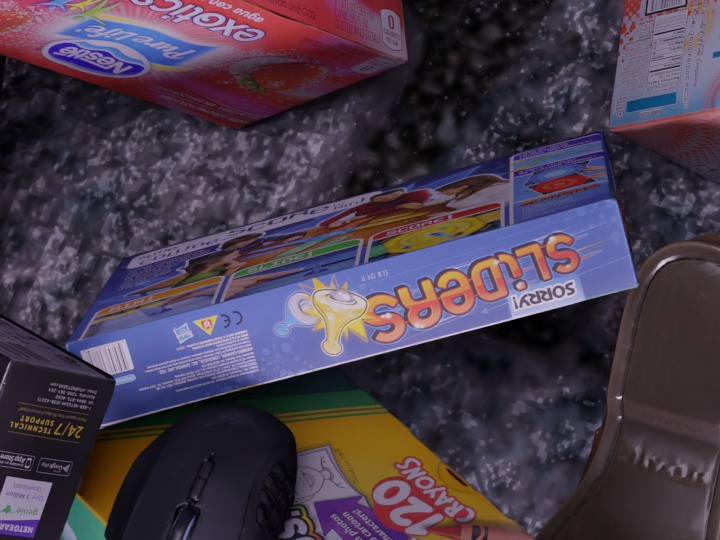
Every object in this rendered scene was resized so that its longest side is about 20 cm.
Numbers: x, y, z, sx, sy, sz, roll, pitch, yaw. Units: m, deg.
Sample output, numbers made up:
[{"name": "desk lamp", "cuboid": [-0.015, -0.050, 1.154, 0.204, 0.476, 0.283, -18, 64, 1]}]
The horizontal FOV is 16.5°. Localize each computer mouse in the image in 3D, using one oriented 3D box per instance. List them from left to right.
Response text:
[{"name": "computer mouse", "cuboid": [-0.070, 0.108, 0.810, 0.058, 0.034, 0.200, 14, 42, 11]}]

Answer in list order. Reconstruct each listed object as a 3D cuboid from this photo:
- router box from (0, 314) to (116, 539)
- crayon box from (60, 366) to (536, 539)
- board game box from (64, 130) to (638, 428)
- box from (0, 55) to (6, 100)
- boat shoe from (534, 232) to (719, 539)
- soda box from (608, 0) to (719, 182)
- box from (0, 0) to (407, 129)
[{"name": "router box", "cuboid": [-0.191, 0.075, 0.899, 0.200, 0.052, 0.158, 25, 97, 42]}, {"name": "crayon box", "cuboid": [-0.010, 0.116, 0.876, 0.119, 0.058, 0.200, -26, 48, -31]}, {"name": "board game box", "cuboid": [0.000, 0.000, 0.922, 0.199, 0.135, 0.035, -15, 102, 8]}, {"name": "box", "cuboid": [-0.243, -0.070, 0.994, 0.199, 0.044, 0.161, 16, 112, 16]}, {"name": "boat shoe", "cuboid": [0.113, 0.084, 0.908, 0.072, 0.068, 0.201, 25, 103, 21]}, {"name": "soda box", "cuboid": [0.185, -0.081, 0.890, 0.200, 0.068, 0.064, -7, 69, 47]}, {"name": "box", "cuboid": [-0.083, -0.132, 0.933, 0.094, 0.200, 0.103, -18, 69, 37]}]
